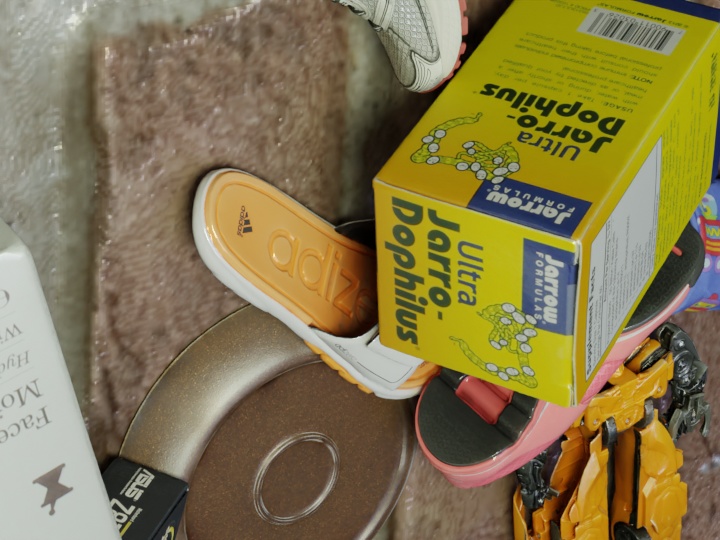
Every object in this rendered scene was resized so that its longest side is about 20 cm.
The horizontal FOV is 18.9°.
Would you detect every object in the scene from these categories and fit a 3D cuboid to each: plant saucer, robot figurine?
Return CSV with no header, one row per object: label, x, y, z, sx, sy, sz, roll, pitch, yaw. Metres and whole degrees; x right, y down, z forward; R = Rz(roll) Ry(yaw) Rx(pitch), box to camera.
plant saucer,-0.041,0.107,1.176,0.199,0.032,0.201,-20,125,-30
robot figurine,0.146,0.119,1.311,0.144,0.058,0.201,-23,128,-27

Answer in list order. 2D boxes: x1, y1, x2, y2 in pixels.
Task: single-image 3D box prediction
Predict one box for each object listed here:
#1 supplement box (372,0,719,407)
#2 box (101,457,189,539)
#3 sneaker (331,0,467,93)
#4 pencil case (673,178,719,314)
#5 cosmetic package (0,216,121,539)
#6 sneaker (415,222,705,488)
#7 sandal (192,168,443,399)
supplement box,0.098,-0.047,1.082,0.200,0.109,0.109,-53,151,-41
box,-0.151,0.213,1.074,0.161,0.049,0.201,-49,158,-69
sneaker,-0.019,-0.158,1.018,0.082,0.078,0.200,-41,124,-6
pencil case,0.237,-0.019,1.291,0.199,0.087,0.078,-2,158,-37
cosmetic package,-0.220,0.067,0.918,0.164,0.165,0.201,-29,130,-21
sneaker,0.108,0.044,1.198,0.200,0.074,0.087,-41,157,-12
sandal,-0.002,0.008,1.110,0.206,0.059,0.080,30,61,-44
